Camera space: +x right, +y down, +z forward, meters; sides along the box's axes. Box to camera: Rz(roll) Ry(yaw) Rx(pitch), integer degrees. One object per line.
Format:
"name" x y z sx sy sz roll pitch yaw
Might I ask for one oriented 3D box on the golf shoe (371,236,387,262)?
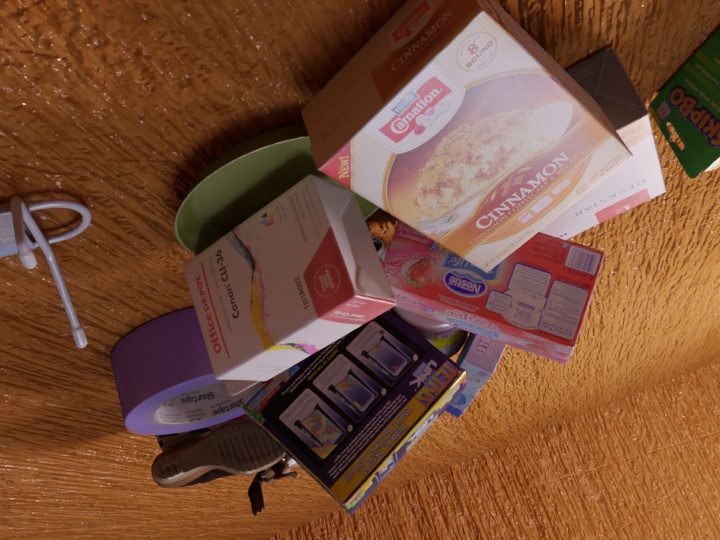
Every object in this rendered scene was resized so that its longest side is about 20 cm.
"golf shoe" 0.000 0.000 0.795 0.097 0.078 0.200 -32 171 32

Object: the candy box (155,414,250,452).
"candy box" -0.197 0.221 1.154 0.199 0.061 0.136 -6 155 -12

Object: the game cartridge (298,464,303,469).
"game cartridge" -0.040 0.157 1.044 0.200 0.040 0.133 -51 143 -22

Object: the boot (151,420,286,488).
"boot" -0.194 0.261 1.119 0.199 0.073 0.166 -13 168 -5

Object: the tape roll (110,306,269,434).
"tape roll" -0.190 0.121 0.938 0.199 0.085 0.200 -17 157 -7

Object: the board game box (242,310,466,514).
"board game box" -0.005 0.144 0.892 0.200 0.165 0.057 -44 155 -16

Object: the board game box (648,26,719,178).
"board game box" 0.346 -0.176 0.705 0.030 0.096 0.200 -9 155 -27

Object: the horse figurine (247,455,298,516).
"horse figurine" -0.096 0.267 1.132 0.200 0.050 0.133 -37 -177 -24

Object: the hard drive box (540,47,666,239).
"hard drive box" 0.205 -0.106 0.770 0.156 0.077 0.200 -27 157 18

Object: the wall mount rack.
"wall mount rack" -0.304 0.016 0.618 0.199 0.075 0.174 -15 157 -12

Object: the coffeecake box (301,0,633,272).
"coffeecake box" 0.082 -0.103 0.588 0.200 0.073 0.153 27 123 -39

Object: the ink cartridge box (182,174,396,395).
"ink cartridge box" -0.080 0.021 0.684 0.200 0.117 0.067 -33 156 27

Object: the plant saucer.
"plant saucer" -0.066 -0.069 0.685 0.199 0.031 0.200 -17 157 -7

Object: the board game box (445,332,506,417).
"board game box" 0.173 0.076 1.039 0.200 0.043 0.199 -60 173 -25

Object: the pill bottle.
"pill bottle" 0.090 0.056 1.002 0.104 0.104 0.200 -19 158 -4

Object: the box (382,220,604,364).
"box" 0.128 0.011 0.785 0.199 0.103 0.095 18 167 15
